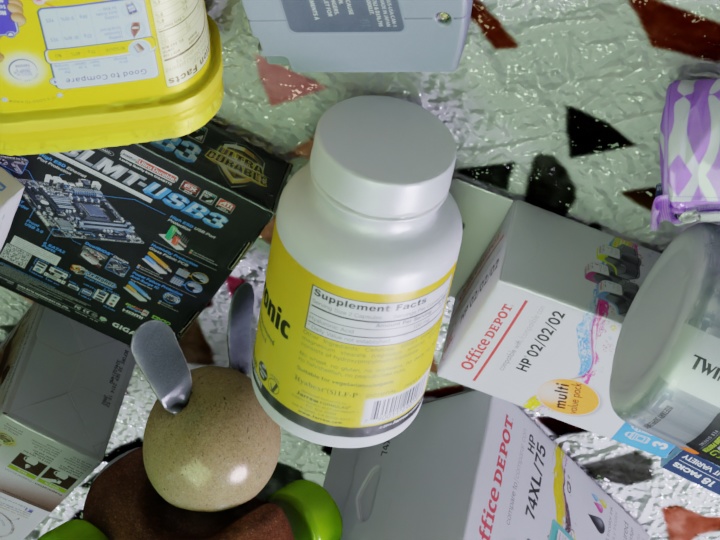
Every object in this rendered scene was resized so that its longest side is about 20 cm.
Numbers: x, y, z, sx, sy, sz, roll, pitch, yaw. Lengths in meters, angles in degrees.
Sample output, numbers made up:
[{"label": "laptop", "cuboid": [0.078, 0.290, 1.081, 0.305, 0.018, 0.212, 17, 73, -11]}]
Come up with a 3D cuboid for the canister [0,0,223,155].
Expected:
[{"label": "canister", "cuboid": [-0.155, -0.165, 1.084, 0.147, 0.087, 0.201, -6, 138, 0]}]

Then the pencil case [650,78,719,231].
[{"label": "pencil case", "cuboid": [0.252, -0.058, 1.097, 0.199, 0.086, 0.084, 1, 140, 16]}]

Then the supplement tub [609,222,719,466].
[{"label": "supplement tub", "cuboid": [0.250, 0.066, 1.153, 0.199, 0.123, 0.123, 25, 141, -7]}]

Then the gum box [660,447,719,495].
[{"label": "gum box", "cuboid": [0.314, 0.099, 1.303, 0.169, 0.045, 0.200, 26, 141, -13]}]

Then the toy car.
[{"label": "toy car", "cuboid": [-0.110, 0.111, 1.315, 0.157, 0.164, 0.201, 17, 118, 34]}]

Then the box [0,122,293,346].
[{"label": "box", "cuboid": [-0.170, -0.044, 1.285, 0.199, 0.050, 0.199, 25, 140, -12]}]

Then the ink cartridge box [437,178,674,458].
[{"label": "ink cartridge box", "cuboid": [0.123, 0.031, 1.263, 0.199, 0.068, 0.115, 20, 142, -6]}]

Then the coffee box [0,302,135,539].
[{"label": "coffee box", "cuboid": [-0.239, 0.113, 1.452, 0.080, 0.113, 0.200, 28, 140, -16]}]

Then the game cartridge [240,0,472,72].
[{"label": "game cartridge", "cuboid": [-0.009, -0.184, 1.069, 0.132, 0.042, 0.201, -1, 139, 14]}]

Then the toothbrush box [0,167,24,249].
[{"label": "toothbrush box", "cuboid": [-0.323, -0.046, 1.209, 0.200, 0.147, 0.085, 37, 141, 3]}]

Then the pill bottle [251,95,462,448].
[{"label": "pill bottle", "cuboid": [0.000, 0.000, 1.222, 0.111, 0.112, 0.201, 14, 130, 2]}]

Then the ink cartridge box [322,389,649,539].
[{"label": "ink cartridge box", "cuboid": [0.081, 0.205, 1.430, 0.146, 0.147, 0.200, -19, 132, 36]}]
